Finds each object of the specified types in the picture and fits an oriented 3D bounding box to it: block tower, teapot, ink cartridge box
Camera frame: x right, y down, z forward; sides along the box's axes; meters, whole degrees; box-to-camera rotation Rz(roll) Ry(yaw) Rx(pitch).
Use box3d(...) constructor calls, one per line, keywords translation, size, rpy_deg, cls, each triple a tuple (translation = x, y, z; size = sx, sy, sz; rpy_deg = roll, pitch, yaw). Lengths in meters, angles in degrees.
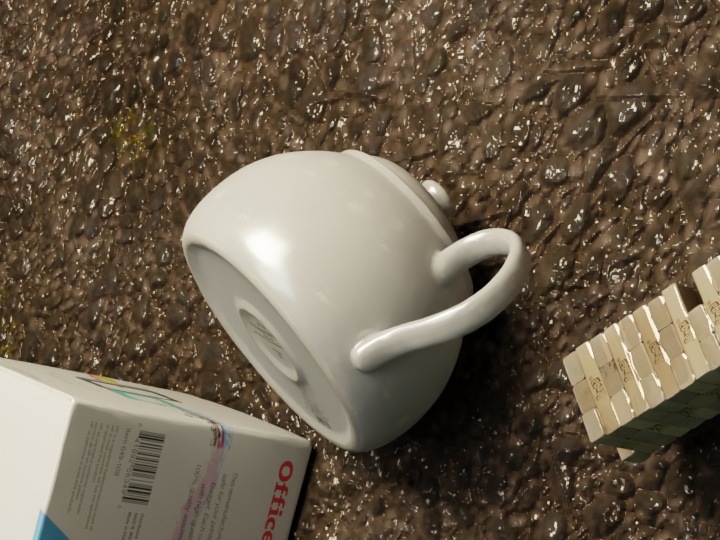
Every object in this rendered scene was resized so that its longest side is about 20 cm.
box3d(translation=(0.191, 0.027, 1.028), size=(0.200, 0.057, 0.054), rpy_deg=(-39, 55, 33), cls="block tower")
box3d(translation=(0.000, 0.000, 1.210), size=(0.146, 0.198, 0.200), rpy_deg=(-39, 71, -14), cls="teapot")
box3d(translation=(-0.161, 0.149, 1.290), size=(0.145, 0.199, 0.148), rpy_deg=(15, 90, 46), cls="ink cartridge box")

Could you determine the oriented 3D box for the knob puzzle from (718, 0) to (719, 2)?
box3d(translation=(0.249, -0.216, 1.104), size=(0.218, 0.030, 0.222), rpy_deg=(-13, 71, 42), cls="knob puzzle")
